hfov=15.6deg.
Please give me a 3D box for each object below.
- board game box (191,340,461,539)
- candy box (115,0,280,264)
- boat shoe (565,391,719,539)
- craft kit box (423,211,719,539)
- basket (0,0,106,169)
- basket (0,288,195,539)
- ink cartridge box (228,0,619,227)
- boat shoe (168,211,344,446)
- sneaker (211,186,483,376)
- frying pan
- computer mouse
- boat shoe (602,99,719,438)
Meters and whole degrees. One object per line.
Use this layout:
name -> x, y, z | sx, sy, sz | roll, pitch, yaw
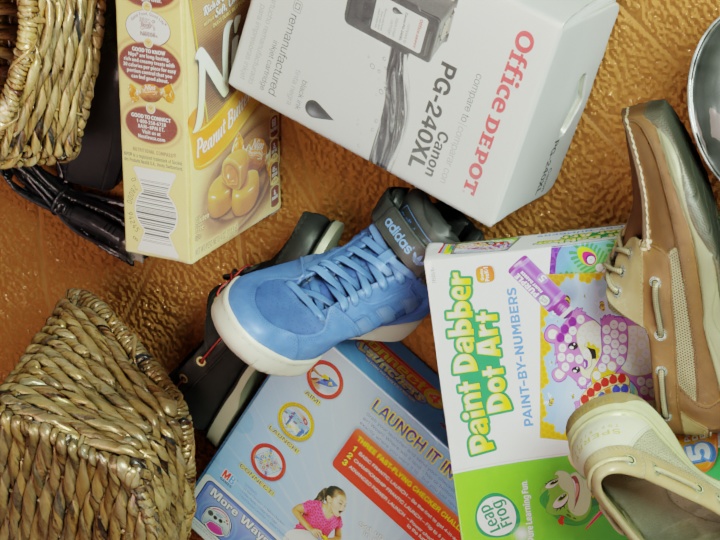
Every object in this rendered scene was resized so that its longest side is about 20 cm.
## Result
board game box -> 0.004, 0.154, 1.743 | 0.200, 0.056, 0.196 | 42, 124, 10
candy box -> -0.101, -0.118, 1.658 | 0.055, 0.115, 0.201 | 12, 115, 25
boat shoe -> 0.190, 0.151, 1.514 | 0.073, 0.063, 0.201 | -30, 124, 19
craft kit box -> 0.147, 0.072, 1.568 | 0.196, 0.049, 0.201 | -7, 103, 9
basket -> -0.254, -0.166, 1.664 | 0.142, 0.148, 0.201 | 22, 109, 53
basket -> -0.174, 0.139, 1.777 | 0.142, 0.149, 0.201 | 20, 130, 8
ink cartridge box -> 0.037, -0.140, 1.587 | 0.199, 0.083, 0.146 | 29, 121, 18
boat shoe -> -0.074, 0.032, 1.728 | 0.063, 0.074, 0.202 | 37, 128, 3
sneaker -> -0.001, -0.001, 1.599 | 0.111, 0.199, 0.077 | -48, 67, 30
frying pan -> 0.219, -0.061, 1.461 | 0.115, 0.191, 0.031 | 31, 159, -26
computer mouse -> -0.178, -0.105, 1.748 | 0.138, 0.053, 0.201 | 33, 123, 16
boat shoe -> 0.173, 0.006, 1.491 | 0.073, 0.076, 0.201 | -14, 103, 13
